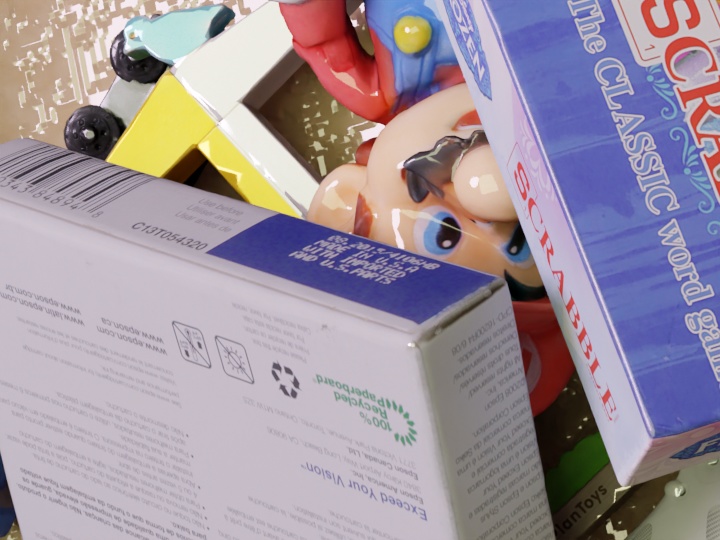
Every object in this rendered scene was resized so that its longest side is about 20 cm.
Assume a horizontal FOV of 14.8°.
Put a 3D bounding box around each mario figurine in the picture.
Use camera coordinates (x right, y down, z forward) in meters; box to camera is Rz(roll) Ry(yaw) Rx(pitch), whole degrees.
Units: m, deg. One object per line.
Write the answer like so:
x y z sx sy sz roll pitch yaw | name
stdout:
0.036 -0.059 0.727 0.123 0.106 0.200 -4 79 28 | mario figurine

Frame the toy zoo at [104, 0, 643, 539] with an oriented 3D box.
0.000 0.000 0.797 0.131 0.020 0.200 -45 77 6 | toy zoo

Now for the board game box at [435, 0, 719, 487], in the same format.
0.124 -0.070 0.694 0.199 0.041 0.200 -17 73 -13 | board game box

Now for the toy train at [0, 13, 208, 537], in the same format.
-0.096 0.015 0.851 0.046 0.034 0.200 33 99 11 | toy train

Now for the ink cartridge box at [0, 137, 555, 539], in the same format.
-0.024 0.075 0.752 0.196 0.043 0.200 17 129 44 | ink cartridge box

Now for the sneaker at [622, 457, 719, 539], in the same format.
0.118 0.036 0.739 0.200 0.076 0.116 -24 75 11 | sneaker
